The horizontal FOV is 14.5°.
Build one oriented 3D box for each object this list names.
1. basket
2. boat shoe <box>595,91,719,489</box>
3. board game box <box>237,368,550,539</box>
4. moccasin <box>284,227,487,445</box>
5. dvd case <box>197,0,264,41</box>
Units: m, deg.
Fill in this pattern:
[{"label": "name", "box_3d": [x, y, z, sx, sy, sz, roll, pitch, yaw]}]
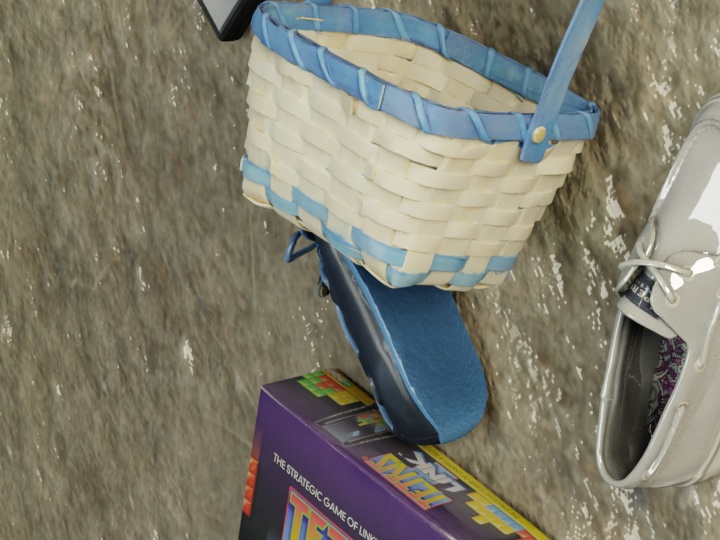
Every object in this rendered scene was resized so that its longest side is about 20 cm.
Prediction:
[{"label": "basket", "box_3d": [0.030, -0.105, 1.376, 0.176, 0.139, 0.201, 35, 120, 38]}, {"label": "boat shoe", "box_3d": [0.148, 0.012, 1.309, 0.072, 0.068, 0.201, 41, 130, 39]}, {"label": "board game box", "box_3d": [0.010, 0.174, 1.549, 0.200, 0.057, 0.166, 35, 127, 43]}, {"label": "moccasin", "box_3d": [0.000, 0.000, 1.496, 0.068, 0.080, 0.201, -25, 78, 57]}, {"label": "dvd case", "box_3d": [-0.089, -0.250, 1.597, 0.201, 0.017, 0.143, 61, 140, 22]}]
